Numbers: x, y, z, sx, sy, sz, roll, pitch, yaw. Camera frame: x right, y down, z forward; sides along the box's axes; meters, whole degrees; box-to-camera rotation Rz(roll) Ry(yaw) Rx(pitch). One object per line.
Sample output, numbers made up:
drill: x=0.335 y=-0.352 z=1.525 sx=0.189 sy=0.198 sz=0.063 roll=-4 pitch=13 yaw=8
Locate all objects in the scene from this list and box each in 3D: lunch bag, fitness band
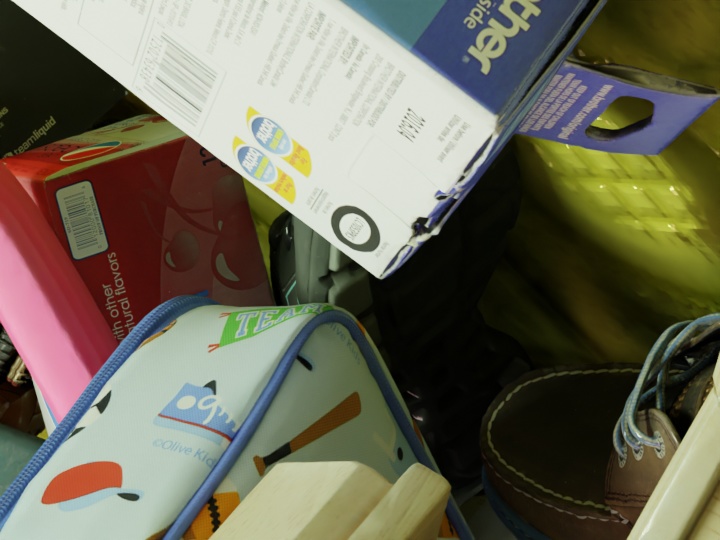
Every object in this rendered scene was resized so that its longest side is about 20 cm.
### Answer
lunch bag: x=-0.021 y=0.114 z=0.712 sx=0.075 sy=0.161 sz=0.201 roll=0 pitch=131 yaw=35
fitness band: x=-0.138 y=0.042 z=0.768 sx=0.201 sy=0.143 sz=0.037 roll=60 pitch=-161 yaw=-8

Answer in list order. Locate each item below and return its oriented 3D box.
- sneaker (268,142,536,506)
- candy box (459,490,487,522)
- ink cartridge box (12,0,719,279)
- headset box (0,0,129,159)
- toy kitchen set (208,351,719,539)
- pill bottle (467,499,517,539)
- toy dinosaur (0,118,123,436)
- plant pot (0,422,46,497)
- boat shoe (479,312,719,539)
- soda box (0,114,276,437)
sneaker: x=0.000 y=0.000 z=0.778 sx=0.079 sy=0.075 sz=0.200 roll=43 pitch=160 yaw=29
candy box: x=0.115 y=0.165 z=1.001 sx=0.200 sy=0.061 sz=0.136 roll=43 pitch=163 yaw=-18
ink cartridge box: x=-0.016 y=-0.078 z=0.600 sx=0.200 sy=0.076 sz=0.136 roll=39 pitch=164 yaw=0
headset box: x=-0.179 y=-0.039 z=0.887 sx=0.075 sy=0.149 sz=0.200 roll=53 pitch=157 yaw=-20
toy kitchen set: x=0.041 y=0.053 z=0.543 sx=0.163 sy=0.200 sz=0.181 roll=31 pitch=144 yaw=17
pill bottle: x=0.120 y=0.152 z=0.856 sx=0.200 sy=0.120 sz=0.120 roll=40 pitch=163 yaw=-12
toy dinosaur: x=-0.132 y=0.023 z=0.976 sx=0.200 sy=0.136 sz=0.102 roll=-36 pitch=92 yaw=30
plant pot: x=-0.201 y=0.149 z=0.918 sx=0.199 sy=0.196 sz=0.197 roll=26 pitch=147 yaw=2
boat shoe: x=0.107 y=0.046 z=0.711 sx=0.199 sy=0.072 sz=0.073 roll=7 pitch=142 yaw=41
soda box: x=-0.055 y=0.056 z=0.819 sx=0.070 sy=0.063 sz=0.201 roll=9 pitch=116 yaw=63
